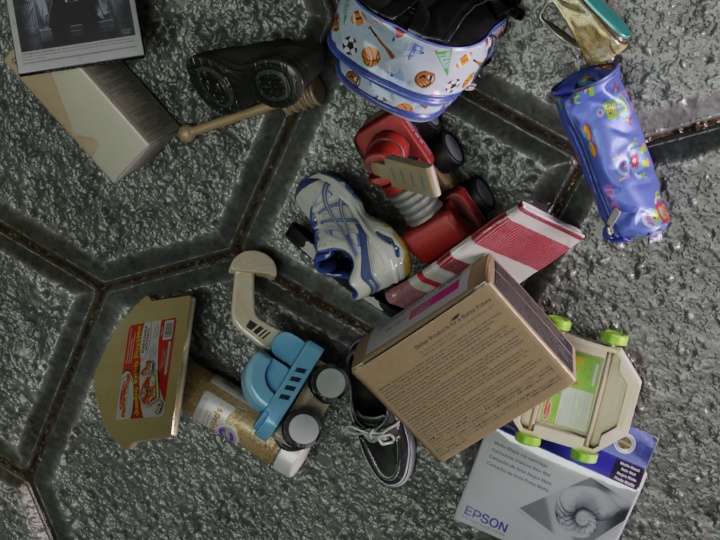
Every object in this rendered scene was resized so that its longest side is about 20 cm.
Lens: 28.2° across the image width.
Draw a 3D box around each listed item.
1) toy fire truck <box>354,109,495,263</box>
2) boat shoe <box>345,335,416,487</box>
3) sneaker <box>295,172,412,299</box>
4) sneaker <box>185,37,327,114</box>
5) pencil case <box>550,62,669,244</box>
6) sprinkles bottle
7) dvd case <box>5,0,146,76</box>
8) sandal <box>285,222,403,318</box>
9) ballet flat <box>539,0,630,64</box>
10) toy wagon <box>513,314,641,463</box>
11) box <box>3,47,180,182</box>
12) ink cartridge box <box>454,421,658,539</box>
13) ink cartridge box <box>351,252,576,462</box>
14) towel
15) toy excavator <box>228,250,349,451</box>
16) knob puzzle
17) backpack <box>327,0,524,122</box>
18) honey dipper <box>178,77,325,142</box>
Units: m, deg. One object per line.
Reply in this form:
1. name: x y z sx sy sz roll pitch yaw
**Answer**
1. toy fire truck: 0.069 -0.088 1.581 0.128 0.200 0.176 -28 106 26
2. boat shoe: 0.020 0.183 1.775 0.073 0.068 0.200 0 108 19
3. sneaker: -0.030 -0.043 1.661 0.200 0.088 0.075 41 154 41
4. sneaker: -0.120 -0.233 1.678 0.199 0.091 0.076 9 130 39
5. pencil case: 0.273 -0.124 1.570 0.078 0.087 0.201 -9 106 48
6. sprinkles bottle: -0.156 0.187 1.840 0.199 0.068 0.068 30 116 8
7. dvd case: -0.341 -0.337 1.679 0.150 0.025 0.201 -10 89 -7
8. sandal: -0.001 0.000 1.719 0.200 0.075 0.048 38 99 3
9. ballet flat: 0.207 -0.304 1.541 0.071 0.071 0.200 -37 95 26
10. toy wagon: 0.226 0.132 1.689 0.199 0.040 0.156 15 98 14
11. box: -0.324 -0.214 1.743 0.078 0.095 0.200 -41 91 27
12. ink cartridge box: 0.235 0.255 1.741 0.199 0.041 0.201 22 114 11
13. ink cartridge box: 0.118 0.101 1.624 0.200 0.075 0.165 -34 109 25
14. towel: 0.142 -0.008 1.635 0.200 0.144 0.023 -36 59 26
15. toy excavator: -0.108 0.100 1.755 0.200 0.100 0.195 32 77 -5
16. knob puzzle: -0.276 0.132 1.835 0.219 0.030 0.221 -21 61 43
17. backpack: 0.052 -0.253 1.543 0.199 0.191 0.155 23 115 9
18. honey dipper: -0.135 -0.187 1.718 0.199 0.038 0.038 -16 103 25
